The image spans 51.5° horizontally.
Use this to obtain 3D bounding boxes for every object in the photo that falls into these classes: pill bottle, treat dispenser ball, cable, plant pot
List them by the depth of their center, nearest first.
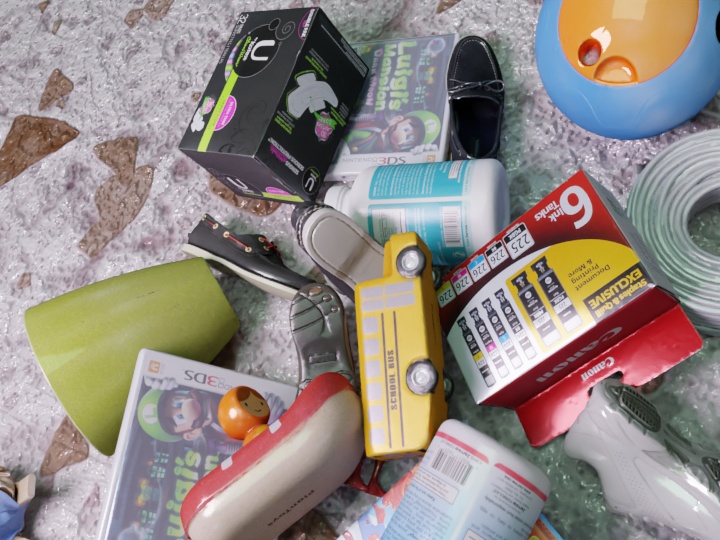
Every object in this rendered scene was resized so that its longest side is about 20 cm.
[{"bbox_3d":[0.069,0.237,0.619,0.107,0.109,0.202,25,78,29],"label":"pill bottle"},{"bbox_3d":[0.356,-0.040,0.720,0.195,0.069,0.204,4,68,23],"label":"cable"},{"bbox_3d":[0.278,-0.238,0.764,0.196,0.201,0.205,-8,64,17],"label":"treat dispenser ball"},{"bbox_3d":[0.061,-0.062,0.824,0.195,0.111,0.113,0,67,21],"label":"pill bottle"},{"bbox_3d":[-0.244,0.075,0.858,0.198,0.189,0.188,-31,58,-11],"label":"plant pot"}]

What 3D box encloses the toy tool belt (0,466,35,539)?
[{"bbox_3d":[-0.439,0.320,0.843,0.121,0.125,0.204,5,69,32],"label":"toy tool belt"}]

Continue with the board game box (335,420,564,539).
[{"bbox_3d":[0.091,0.283,0.687,0.195,0.056,0.200,-42,59,0],"label":"board game box"}]

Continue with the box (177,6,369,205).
[{"bbox_3d":[-0.105,-0.202,0.929,0.146,0.124,0.204,11,72,38],"label":"box"}]

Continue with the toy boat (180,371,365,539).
[{"bbox_3d":[-0.090,0.165,0.710,0.198,0.131,0.131,-36,62,-6],"label":"toy boat"}]

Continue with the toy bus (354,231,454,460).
[{"bbox_3d":[0.041,0.071,0.711,0.077,0.065,0.205,-11,70,20],"label":"toy bus"}]

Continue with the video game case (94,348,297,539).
[{"bbox_3d":[-0.159,0.200,0.763,0.023,0.178,0.205,-30,47,57],"label":"video game case"}]

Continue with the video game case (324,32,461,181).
[{"bbox_3d":[0.032,-0.208,0.953,0.178,0.023,0.204,1,67,22],"label":"video game case"}]

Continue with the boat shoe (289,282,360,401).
[{"bbox_3d":[-0.034,0.117,0.803,0.074,0.074,0.205,-3,85,4],"label":"boat shoe"}]

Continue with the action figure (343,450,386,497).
[{"bbox_3d":[0.042,0.130,0.773,0.051,0.065,0.204,0,67,45],"label":"action figure"}]

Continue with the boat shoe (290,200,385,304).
[{"bbox_3d":[0.000,0.000,0.782,0.074,0.199,0.060,-50,36,0],"label":"boat shoe"}]

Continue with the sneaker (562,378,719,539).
[{"bbox_3d":[0.266,0.192,0.659,0.200,0.077,0.100,43,123,17],"label":"sneaker"}]

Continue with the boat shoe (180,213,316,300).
[{"bbox_3d":[-0.130,-0.015,0.899,0.199,0.074,0.064,23,79,30],"label":"boat shoe"}]

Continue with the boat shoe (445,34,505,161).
[{"bbox_3d":[0.136,-0.196,0.874,0.073,0.062,0.205,3,69,3],"label":"boat shoe"}]

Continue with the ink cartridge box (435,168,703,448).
[{"bbox_3d":[0.186,0.042,0.707,0.199,0.083,0.178,-40,57,25],"label":"ink cartridge box"}]
